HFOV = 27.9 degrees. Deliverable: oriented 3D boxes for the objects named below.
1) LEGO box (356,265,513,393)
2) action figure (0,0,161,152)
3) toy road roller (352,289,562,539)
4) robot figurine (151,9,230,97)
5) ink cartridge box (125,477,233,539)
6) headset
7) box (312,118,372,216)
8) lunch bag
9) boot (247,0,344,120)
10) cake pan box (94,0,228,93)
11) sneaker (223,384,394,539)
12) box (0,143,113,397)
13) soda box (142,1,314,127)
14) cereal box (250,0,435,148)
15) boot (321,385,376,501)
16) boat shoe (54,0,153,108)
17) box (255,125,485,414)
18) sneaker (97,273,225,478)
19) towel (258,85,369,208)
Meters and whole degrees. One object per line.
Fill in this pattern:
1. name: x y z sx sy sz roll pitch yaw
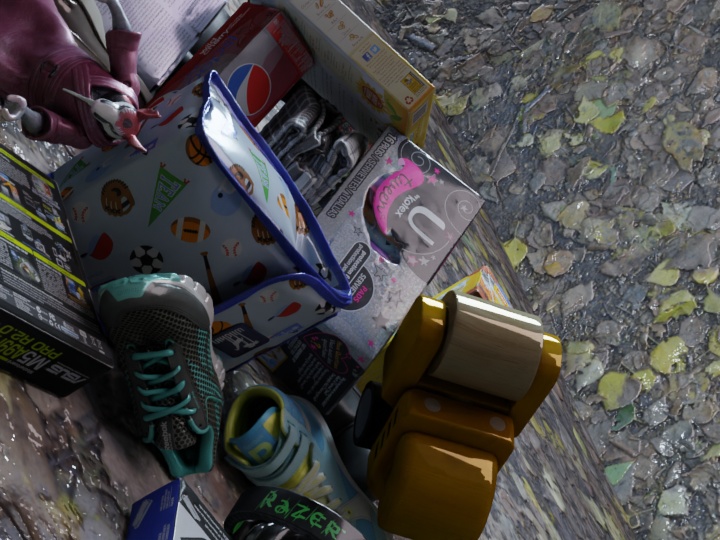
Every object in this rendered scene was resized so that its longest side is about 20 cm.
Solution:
1. LEGO box: 0.069 0.088 1.572 0.078 0.199 0.149 57 13 -4
2. action figure: -0.220 -0.129 1.046 0.199 0.134 0.150 36 -24 25
3. toy road roller: 0.074 0.131 1.166 0.121 0.201 0.147 16 42 -12
4. robot figurine: -0.196 -0.234 1.426 0.200 0.123 0.152 50 41 -40
5. ink cartridge box: -0.082 0.241 0.954 0.201 0.044 0.094 56 14 -23
6. headset: -0.032 0.215 1.048 0.094 0.122 0.201 -55 159 -35
7. box: -0.048 -0.065 1.443 0.137 0.198 0.040 44 22 -51
8. lunch bag: -0.122 -0.012 1.080 0.201 0.168 0.124 54 19 -27
9. boot: -0.041 -0.229 1.458 0.186 0.069 0.202 20 50 -11
10. cake pan box: -0.208 -0.281 1.308 0.184 0.052 0.201 41 60 -14
11. sneaker: -0.049 0.179 1.168 0.201 0.079 0.131 56 7 27
12. box: -0.243 -0.023 0.907 0.200 0.044 0.162 41 22 -59
13. soda box: -0.133 -0.141 1.264 0.070 0.200 0.064 24 -23 53
14. cereal box: -0.020 -0.191 1.301 0.200 0.040 0.144 45 -12 9
15. boot: -0.036 0.117 1.384 0.202 0.065 0.165 62 3 -7
16. boat shoe: -0.236 -0.167 1.242 0.060 0.071 0.201 -62 148 -28
17. box: 0.000 0.000 1.257 0.114 0.132 0.201 36 58 0
18. sneaker: -0.130 0.076 1.004 0.201 0.076 0.092 73 8 -57
19. towel: -0.090 -0.068 1.274 0.086 0.200 0.166 45 13 -4
